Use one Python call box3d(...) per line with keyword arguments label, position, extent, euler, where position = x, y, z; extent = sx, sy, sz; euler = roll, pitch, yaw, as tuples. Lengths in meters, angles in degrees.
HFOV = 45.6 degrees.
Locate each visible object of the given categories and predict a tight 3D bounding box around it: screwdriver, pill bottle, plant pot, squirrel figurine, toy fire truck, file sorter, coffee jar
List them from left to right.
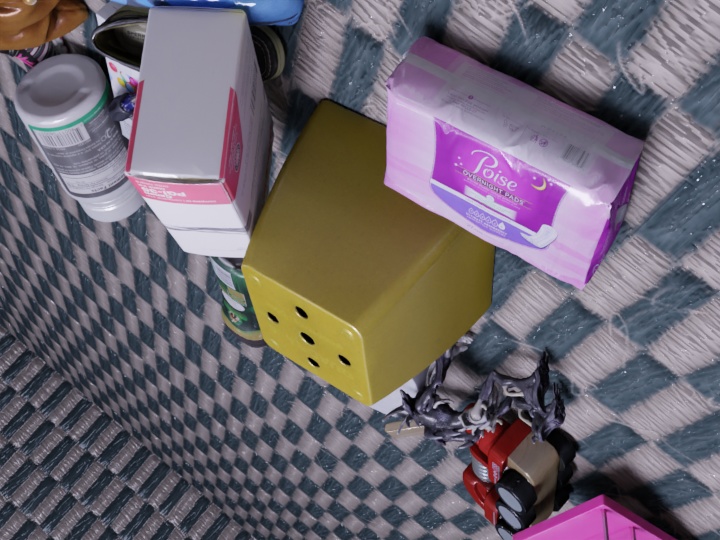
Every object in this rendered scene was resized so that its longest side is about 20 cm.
box3d(label="squirrel figurine", position=(-0.365, -0.278, 0.842), extent=(0.143, 0.199, 0.186), euler=(59, 160, -21))
box3d(label="pill bottle", position=(-0.343, -0.160, 1.082), extent=(0.112, 0.114, 0.202), euler=(27, 153, 23))
box3d(label="screwdriver", position=(-0.232, -0.180, 0.901), extent=(0.029, 0.029, 0.198), euler=(2, 180, -32))
box3d(label="coffee jar", position=(-0.130, 0.012, 1.076), extent=(0.085, 0.105, 0.201), euler=(34, 153, 17))
box3d(label="plant pot", position=(0.000, 0.000, 0.809), extent=(0.197, 0.177, 0.202), euler=(27, 150, 23))
box3d(label="toy fire truck", position=(0.143, 0.232, 1.051), extent=(0.199, 0.128, 0.178), euler=(38, 156, 31))
box3d(label="file sorter", position=(0.284, 0.365, 0.940), extent=(0.198, 0.127, 0.139), euler=(32, 132, -21))

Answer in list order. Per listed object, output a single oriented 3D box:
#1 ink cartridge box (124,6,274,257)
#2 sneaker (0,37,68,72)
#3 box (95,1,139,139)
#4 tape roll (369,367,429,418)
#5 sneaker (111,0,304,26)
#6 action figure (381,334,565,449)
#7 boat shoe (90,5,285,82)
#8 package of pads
box3d(label="ink cartridge box", position=(-0.131, -0.109, 0.748), extent=(0.081, 0.150, 0.200), euler=(3, 164, 2))
box3d(label="sneaker", position=(-0.412, -0.280, 1.025), extent=(0.073, 0.088, 0.201), euler=(32, 152, 14))
box3d(label="box", position=(-0.211, -0.185, 0.959), extent=(0.154, 0.041, 0.201), euler=(35, 152, 12))
box3d(label="tape roll", position=(0.009, 0.089, 1.053), extent=(0.198, 0.066, 0.202), euler=(32, 152, 19))
box3d(label="sneaker", position=(-0.143, -0.232, 0.711), extent=(0.195, 0.068, 0.079), euler=(6, 160, 6))
box3d(label="action figure", position=(0.122, 0.137, 0.940), extent=(0.196, 0.103, 0.119), euler=(-9, 134, 34))
box3d(label="boat shoe", position=(-0.165, -0.205, 0.807), extent=(0.196, 0.065, 0.075), euler=(12, 127, 24))
box3d(label="package of pads", position=(0.109, -0.082, 0.656), extent=(0.198, 0.076, 0.122), euler=(30, 153, 20))
